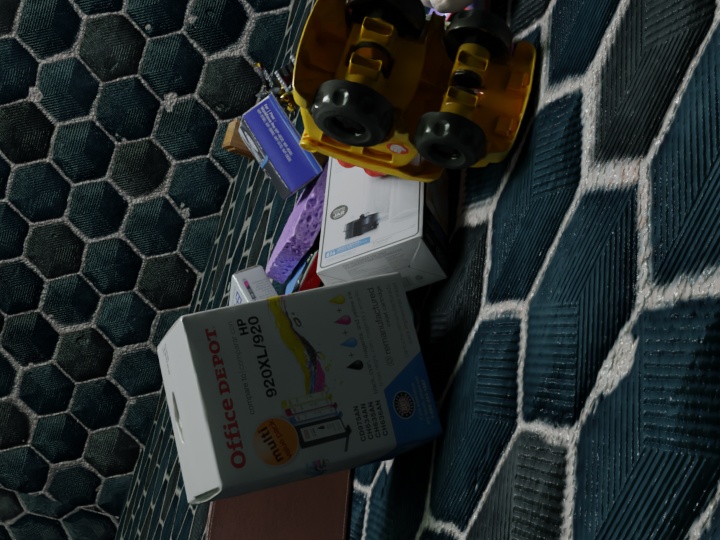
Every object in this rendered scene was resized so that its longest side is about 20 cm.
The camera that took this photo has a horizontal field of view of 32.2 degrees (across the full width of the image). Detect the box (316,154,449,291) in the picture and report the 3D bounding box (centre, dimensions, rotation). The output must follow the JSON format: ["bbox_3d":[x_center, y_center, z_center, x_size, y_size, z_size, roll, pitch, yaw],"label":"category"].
[{"bbox_3d":[0.025,-0.066,1.218,0.115,0.060,0.201,-18,41,23],"label":"box"}]

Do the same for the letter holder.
[{"bbox_3d":[-0.094,0.276,1.243,0.101,0.140,0.202,119,162,-44],"label":"letter holder"}]

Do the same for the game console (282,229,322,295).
[{"bbox_3d":[-0.049,-0.027,1.414,0.200,0.031,0.179,-92,23,-74],"label":"game console"}]

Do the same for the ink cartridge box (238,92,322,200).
[{"bbox_3d":[-0.091,-0.132,1.362,0.039,0.100,0.200,-33,3,-7],"label":"ink cartridge box"}]

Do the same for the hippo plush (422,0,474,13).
[{"bbox_3d":[0.079,-0.365,1.189,0.159,0.160,0.202,5,63,59],"label":"hippo plush"}]

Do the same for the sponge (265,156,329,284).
[{"bbox_3d":[-0.060,-0.058,1.399,0.113,0.030,0.200,-65,7,-17],"label":"sponge"}]

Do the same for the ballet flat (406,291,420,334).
[{"bbox_3d":[0.023,0.027,1.241,0.201,0.067,0.068,-90,-1,-56],"label":"ballet flat"}]

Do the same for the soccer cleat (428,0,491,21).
[{"bbox_3d":[0.079,-0.218,1.311,0.077,0.066,0.201,-94,26,-47],"label":"soccer cleat"}]

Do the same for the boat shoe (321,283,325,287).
[{"bbox_3d":[0.000,0.000,1.356,0.074,0.068,0.202,171,120,-84],"label":"boat shoe"}]

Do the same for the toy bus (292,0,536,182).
[{"bbox_3d":[0.041,-0.141,1.118,0.192,0.198,0.137,100,-173,-65],"label":"toy bus"}]

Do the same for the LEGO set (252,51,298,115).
[{"bbox_3d":[-0.036,-0.176,1.342,0.115,0.155,0.199,-34,12,-24],"label":"LEGO set"}]

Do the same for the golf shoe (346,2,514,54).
[{"bbox_3d":[0.049,-0.216,1.184,0.198,0.092,0.076,4,52,36],"label":"golf shoe"}]

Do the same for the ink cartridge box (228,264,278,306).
[{"bbox_3d":[-0.091,0.130,1.350,0.201,0.043,0.197,60,154,28],"label":"ink cartridge box"}]

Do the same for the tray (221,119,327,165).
[{"bbox_3d":[-0.068,-0.136,1.536,0.099,0.198,0.037,-162,88,-78],"label":"tray"}]

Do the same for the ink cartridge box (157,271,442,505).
[{"bbox_3d":[-0.059,0.104,1.073,0.145,0.198,0.149,138,119,-67],"label":"ink cartridge box"}]
